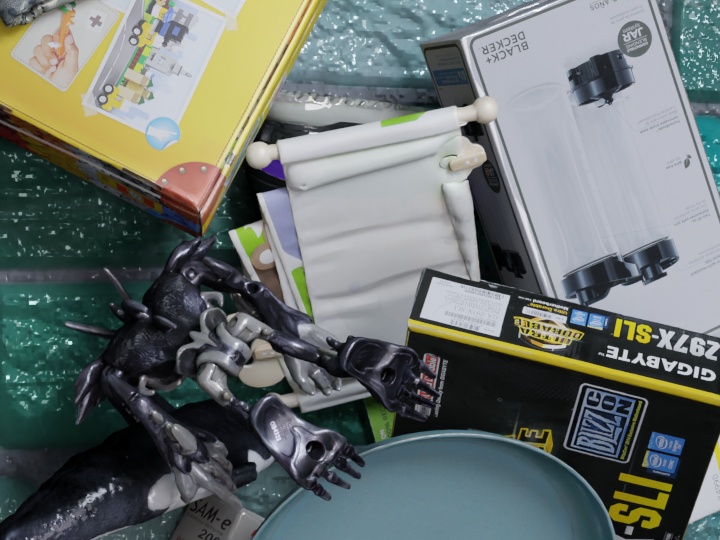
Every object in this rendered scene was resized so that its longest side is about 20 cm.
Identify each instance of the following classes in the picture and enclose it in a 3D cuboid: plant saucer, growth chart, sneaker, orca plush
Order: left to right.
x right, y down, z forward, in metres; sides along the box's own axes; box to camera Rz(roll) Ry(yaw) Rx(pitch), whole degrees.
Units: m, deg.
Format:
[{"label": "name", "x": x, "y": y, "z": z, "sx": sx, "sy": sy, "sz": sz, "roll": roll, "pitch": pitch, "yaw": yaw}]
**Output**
[{"label": "orca plush", "x": -0.126, "y": 0.093, "z": 0.921, "sx": 0.200, "sy": 0.105, "sz": 0.071, "roll": -18, "pitch": 90, "yaw": -32}, {"label": "growth chart", "x": 0.000, "y": 0.000, "z": 0.940, "sx": 0.145, "sy": 0.018, "sz": 0.200, "roll": -7, "pitch": 133, "yaw": -4}, {"label": "sneaker", "x": 0.030, "y": -0.041, "z": 1.001, "sx": 0.200, "sy": 0.070, "sz": 0.100, "roll": 7, "pitch": 95, "yaw": -17}, {"label": "plant saucer", "x": 0.030, "y": 0.157, "z": 0.913, "sx": 0.200, "sy": 0.027, "sz": 0.200, "roll": -6, "pitch": 123, "yaw": -10}]

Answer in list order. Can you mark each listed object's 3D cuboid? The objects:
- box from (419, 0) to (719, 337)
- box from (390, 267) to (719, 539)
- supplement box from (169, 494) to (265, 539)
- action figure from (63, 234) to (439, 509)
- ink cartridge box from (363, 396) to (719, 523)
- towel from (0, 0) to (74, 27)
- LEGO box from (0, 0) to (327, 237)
[{"label": "box", "x": 0.121, "y": -0.046, "z": 0.959, "sx": 0.117, "sy": 0.060, "sz": 0.200, "roll": -24, "pitch": 101, "yaw": -17}, {"label": "box", "x": 0.094, "y": 0.099, "z": 0.939, "sx": 0.160, "sy": 0.200, "sz": 0.049, "roll": 13, "pitch": 45, "yaw": 5}, {"label": "supplement box", "x": -0.073, "y": 0.235, "z": 0.967, "sx": 0.126, "sy": 0.074, "sz": 0.200, "roll": 33, "pitch": 81, "yaw": -23}, {"label": "action figure", "x": -0.060, "y": 0.054, "z": 0.869, "sx": 0.119, "sy": 0.200, "sz": 0.102, "roll": -50, "pitch": 127, "yaw": -18}, {"label": "ink cartridge box", "x": 0.115, "y": 0.090, "z": 1.036, "sx": 0.200, "sy": 0.076, "sz": 0.148, "roll": -20, "pitch": 101, "yaw": -22}, {"label": "towel", "x": -0.115, "y": -0.238, "z": 0.868, "sx": 0.200, "sy": 0.035, "sz": 0.193, "roll": -25, "pitch": 83, "yaw": -5}, {"label": "LEGO box", "x": -0.098, "y": -0.141, "z": 0.908, "sx": 0.149, "sy": 0.077, "sz": 0.200, "roll": 28, "pitch": 82, "yaw": -2}]
